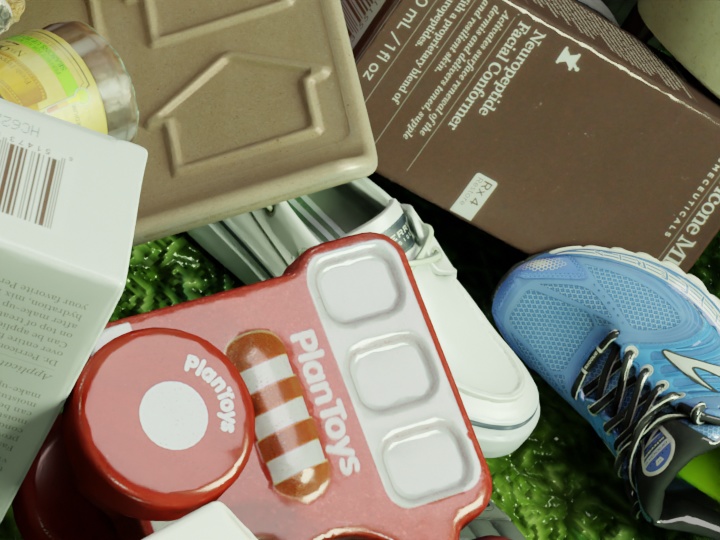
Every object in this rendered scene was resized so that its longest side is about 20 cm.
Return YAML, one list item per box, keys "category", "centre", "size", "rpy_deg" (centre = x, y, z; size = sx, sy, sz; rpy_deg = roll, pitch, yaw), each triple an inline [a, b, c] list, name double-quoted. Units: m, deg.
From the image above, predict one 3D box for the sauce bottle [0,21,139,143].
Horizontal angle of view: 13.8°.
- category: "sauce bottle"
  centre: [-0.176, -0.038, 1.135]
  size: [0.200, 0.065, 0.065]
  rpy_deg: [-28, 68, -39]

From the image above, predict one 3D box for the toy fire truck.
- category: "toy fire truck"
  centre: [-0.023, 0.094, 1.085]
  size: [0.167, 0.112, 0.201]
  rpy_deg: [-17, 75, -24]

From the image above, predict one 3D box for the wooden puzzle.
- category: "wooden puzzle"
  centre: [-0.093, -0.076, 1.261]
  size: [0.184, 0.046, 0.201]
  rpy_deg: [-16, 48, 4]

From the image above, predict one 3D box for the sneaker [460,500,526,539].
- category: "sneaker"
  centre: [-0.005, 0.099, 1.186]
  size: [0.200, 0.071, 0.099]
  rpy_deg: [49, 41, 12]

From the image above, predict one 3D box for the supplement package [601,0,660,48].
- category: "supplement package"
  centre: [0.062, -0.202, 1.475]
  size: [0.199, 0.111, 0.156]
  rpy_deg: [13, 45, -20]

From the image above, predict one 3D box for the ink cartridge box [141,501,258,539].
- category: "ink cartridge box"
  centre: [-0.102, 0.182, 0.948]
  size: [0.084, 0.200, 0.146]
  rpy_deg: [47, 44, 16]

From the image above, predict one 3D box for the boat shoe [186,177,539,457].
- category: "boat shoe"
  centre: [0.000, 0.000, 1.279]
  size: [0.200, 0.067, 0.074]
  rpy_deg: [36, 42, 4]

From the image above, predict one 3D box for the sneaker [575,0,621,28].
- category: "sneaker"
  centre: [0.030, -0.098, 1.396]
  size: [0.199, 0.075, 0.085]
  rpy_deg: [7, 53, -13]

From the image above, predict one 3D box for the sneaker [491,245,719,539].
- category: "sneaker"
  centre: [0.135, 0.059, 1.273]
  size: [0.200, 0.079, 0.089]
  rpy_deg: [36, 25, 20]

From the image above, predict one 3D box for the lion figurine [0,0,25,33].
- category: "lion figurine"
  centre: [-0.192, -0.146, 1.158]
  size: [0.122, 0.073, 0.200]
  rpy_deg: [31, -7, 48]

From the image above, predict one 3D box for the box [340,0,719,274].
- category: "box"
  centre: [0.073, -0.069, 1.321]
  size: [0.200, 0.100, 0.075]
  rpy_deg: [26, 19, -27]

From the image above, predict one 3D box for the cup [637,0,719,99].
- category: "cup"
  centre: [0.210, -0.139, 1.352]
  size: [0.200, 0.143, 0.200]
  rpy_deg: [38, 14, -11]

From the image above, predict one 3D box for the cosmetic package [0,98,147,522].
- category: "cosmetic package"
  centre: [-0.157, 0.028, 1.059]
  size: [0.101, 0.200, 0.071]
  rpy_deg: [20, 43, -14]
